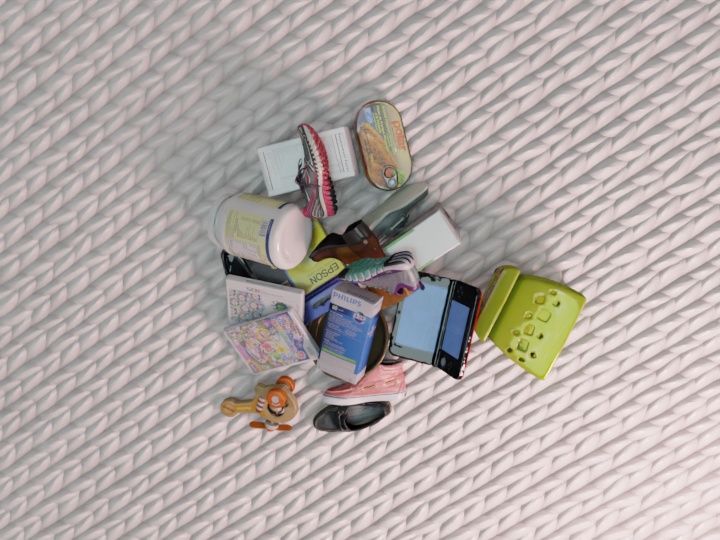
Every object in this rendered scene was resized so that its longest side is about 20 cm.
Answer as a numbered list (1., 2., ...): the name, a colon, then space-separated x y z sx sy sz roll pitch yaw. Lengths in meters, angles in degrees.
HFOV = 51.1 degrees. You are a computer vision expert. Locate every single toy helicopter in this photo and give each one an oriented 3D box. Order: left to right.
1. toy helicopter: -0.242 0.333 1.810 0.198 0.079 0.133 -6 109 17

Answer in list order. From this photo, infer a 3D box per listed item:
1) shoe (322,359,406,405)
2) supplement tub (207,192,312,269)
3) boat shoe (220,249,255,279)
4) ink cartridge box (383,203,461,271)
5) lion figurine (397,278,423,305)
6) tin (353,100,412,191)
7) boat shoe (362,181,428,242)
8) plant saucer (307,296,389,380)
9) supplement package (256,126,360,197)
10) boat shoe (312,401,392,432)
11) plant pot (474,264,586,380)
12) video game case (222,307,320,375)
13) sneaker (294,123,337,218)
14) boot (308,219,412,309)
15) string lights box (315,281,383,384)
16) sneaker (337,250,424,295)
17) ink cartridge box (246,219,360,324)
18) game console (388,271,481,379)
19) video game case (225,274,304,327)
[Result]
1. shoe: 0.007 0.259 1.766 0.198 0.071 0.092 -5 98 1
2. supplement tub: -0.222 -0.092 1.658 0.199 0.145 0.146 15 102 28
3. boat shoe: -0.269 0.036 1.752 0.074 0.062 0.201 -19 98 7
4. ink cartridge box: 0.136 -0.066 1.627 0.145 0.200 0.088 -34 92 11
5. lion figurine: 0.131 0.103 1.731 0.122 0.072 0.201 -29 82 23
6. tin: 0.052 -0.278 1.679 0.111 0.042 0.202 -12 99 11
7. boat shoe: 0.078 -0.124 1.697 0.199 0.073 0.062 -37 119 9
8. plant saucer: -0.028 0.153 1.740 0.198 0.029 0.202 -2 83 15
9. supplement package: -0.112 -0.241 1.663 0.198 0.110 0.115 -12 99 7
10. boat shoe: -0.022 0.348 1.783 0.198 0.066 0.075 -10 100 7
11. plant pot: 0.351 0.096 1.635 0.181 0.199 0.201 27 96 4
12. video game case: -0.204 0.167 1.739 0.199 0.018 0.144 -17 117 27
13. sneaker: -0.104 -0.206 1.572 0.074 0.081 0.202 -10 100 9
14. boot: 0.000 0.000 1.655 0.188 0.069 0.200 -26 110 35
15. string lights box: -0.025 0.137 1.656 0.102 0.059 0.201 21 113 17
16. sneaker: 0.038 0.022 1.542 0.199 0.074 0.088 -9 116 45
17. ink cartridge box: -0.132 0.010 1.732 0.197 0.047 0.201 -32 85 9
18. game console: 0.159 0.115 1.634 0.118 0.172 0.202 9 96 -20
19. video game case: -0.217 0.108 1.728 0.181 0.024 0.201 11 129 9
